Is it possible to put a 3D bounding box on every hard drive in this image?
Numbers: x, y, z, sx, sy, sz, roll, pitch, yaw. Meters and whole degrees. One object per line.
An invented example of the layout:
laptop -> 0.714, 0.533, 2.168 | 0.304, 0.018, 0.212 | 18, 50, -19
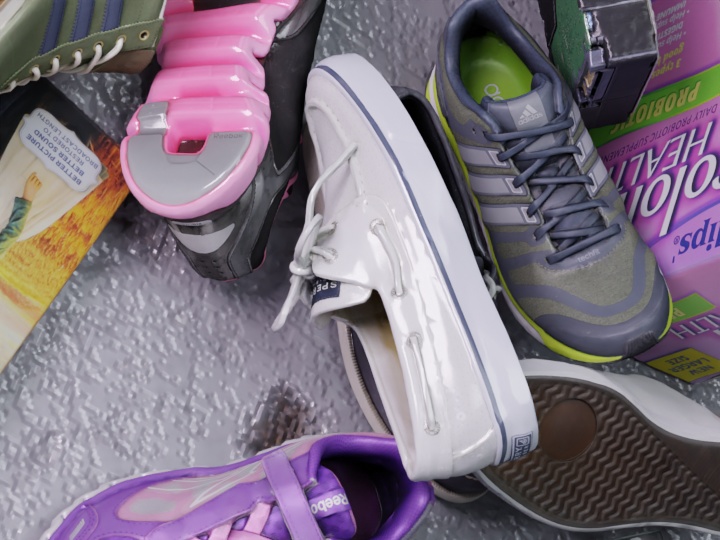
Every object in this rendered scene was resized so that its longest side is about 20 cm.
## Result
hard drive -> 0.100, -0.178, 1.365 | 0.038, 0.140, 0.200 | -10, 79, -2

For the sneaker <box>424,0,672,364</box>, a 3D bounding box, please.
sneaker -> 0.081, -0.043, 1.330 | 0.074, 0.081, 0.200 | -27, 61, -6

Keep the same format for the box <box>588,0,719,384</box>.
box -> 0.197, -0.068, 1.397 | 0.097, 0.176, 0.200 | 23, 65, -27

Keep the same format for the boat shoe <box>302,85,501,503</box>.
boat shoe -> 0.030, 0.009, 1.331 | 0.073, 0.063, 0.200 | -15, 86, -39

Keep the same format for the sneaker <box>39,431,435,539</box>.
sneaker -> -0.048, 0.113, 1.232 | 0.200, 0.088, 0.081 | -18, 88, -35

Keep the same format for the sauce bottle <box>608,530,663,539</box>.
sauce bottle -> 0.146, 0.223, 1.344 | 0.066, 0.066, 0.200 | -4, 79, -35

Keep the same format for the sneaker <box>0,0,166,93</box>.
sneaker -> -0.123, -0.110, 1.224 | 0.090, 0.067, 0.200 | 50, 62, -31

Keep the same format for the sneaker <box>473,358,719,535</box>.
sneaker -> 0.107, 0.081, 1.348 | 0.200, 0.085, 0.073 | 19, 97, -36

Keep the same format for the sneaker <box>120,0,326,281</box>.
sneaker -> -0.052, -0.080, 1.308 | 0.095, 0.079, 0.200 | 65, 32, -45

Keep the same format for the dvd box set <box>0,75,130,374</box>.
dvd box set -> -0.197, -0.017, 1.206 | 0.146, 0.029, 0.200 | 44, 56, -16

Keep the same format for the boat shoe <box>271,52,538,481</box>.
boat shoe -> 0.000, 0.002, 1.251 | 0.086, 0.075, 0.202 | -19, 74, -15
